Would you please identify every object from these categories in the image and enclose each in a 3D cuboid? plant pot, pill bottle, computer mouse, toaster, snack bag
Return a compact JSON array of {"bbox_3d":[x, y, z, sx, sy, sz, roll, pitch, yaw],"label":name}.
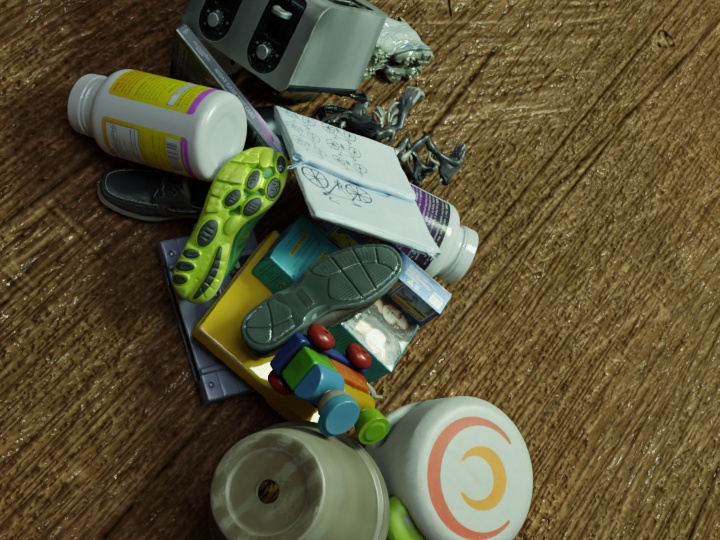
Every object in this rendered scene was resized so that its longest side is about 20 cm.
[{"bbox_3d":[-0.079,0.241,1.097,0.198,0.174,0.202,-3,69,9],"label":"plant pot"},{"bbox_3d":[-0.239,-0.174,1.229,0.199,0.105,0.105,17,55,22],"label":"pill bottle"},{"bbox_3d":[0.049,-0.058,1.368,0.199,0.112,0.113,26,60,-15],"label":"pill bottle"},{"bbox_3d":[-0.075,-0.197,1.406,0.199,0.034,0.059,-12,73,-33],"label":"computer mouse"},{"bbox_3d":[-0.082,-0.297,1.283,0.180,0.119,0.199,37,23,22],"label":"toaster"},{"bbox_3d":[-0.005,-0.105,1.242,0.187,0.021,0.201,17,35,-33],"label":"snack bag"}]

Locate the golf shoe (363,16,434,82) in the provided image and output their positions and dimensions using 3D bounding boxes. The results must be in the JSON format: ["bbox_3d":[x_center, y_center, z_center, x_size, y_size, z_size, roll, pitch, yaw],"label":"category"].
[{"bbox_3d":[0.007,-0.318,1.476,0.199,0.078,0.098,-6,64,-47],"label":"golf shoe"}]

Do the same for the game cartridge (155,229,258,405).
[{"bbox_3d":[-0.156,0.049,1.268,0.129,0.038,0.201,-13,76,-26],"label":"game cartridge"}]

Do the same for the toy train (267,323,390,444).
[{"bbox_3d":[-0.003,0.146,1.174,0.200,0.085,0.116,32,14,-46],"label":"toy train"}]

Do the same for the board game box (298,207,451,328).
[{"bbox_3d":[0.000,0.000,1.306,0.200,0.135,0.035,41,57,-7],"label":"board game box"}]

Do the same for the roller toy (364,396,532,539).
[{"bbox_3d":[0.100,0.245,1.253,0.199,0.139,0.184,13,73,-29],"label":"roller toy"}]

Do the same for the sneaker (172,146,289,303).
[{"bbox_3d":[-0.155,-0.057,1.217,0.074,0.084,0.201,33,86,-8],"label":"sneaker"}]

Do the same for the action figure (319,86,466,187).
[{"bbox_3d":[0.039,-0.185,1.408,0.199,0.118,0.103,26,71,-34],"label":"action figure"}]

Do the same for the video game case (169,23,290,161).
[{"bbox_3d":[-0.163,-0.194,1.299,0.019,0.143,0.200,-38,89,-17],"label":"video game case"}]

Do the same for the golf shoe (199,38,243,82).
[{"bbox_3d":[-0.180,-0.341,1.380,0.077,0.088,0.202,6,67,-16],"label":"golf shoe"}]

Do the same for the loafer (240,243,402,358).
[{"bbox_3d":[-0.044,0.035,1.198,0.199,0.063,0.072,-28,68,-11],"label":"loafer"}]

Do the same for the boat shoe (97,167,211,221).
[{"bbox_3d":[-0.212,-0.096,1.266,0.198,0.065,0.072,10,61,-12],"label":"boat shoe"}]

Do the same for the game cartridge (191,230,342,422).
[{"bbox_3d":[-0.079,0.078,1.261,0.200,0.032,0.177,44,52,-12],"label":"game cartridge"}]

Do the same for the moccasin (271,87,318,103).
[{"bbox_3d":[-0.107,-0.323,1.428,0.077,0.073,0.203,1,79,-35],"label":"moccasin"}]

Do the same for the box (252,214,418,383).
[{"bbox_3d":[-0.028,0.035,1.264,0.200,0.049,0.082,43,52,-11],"label":"box"}]
